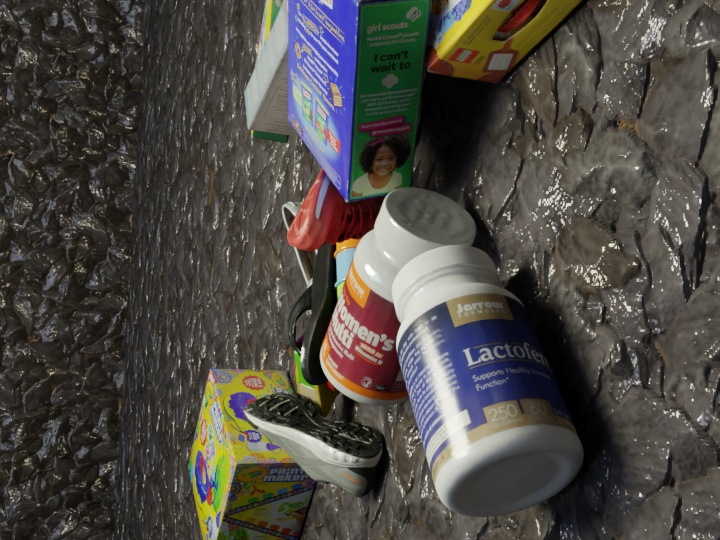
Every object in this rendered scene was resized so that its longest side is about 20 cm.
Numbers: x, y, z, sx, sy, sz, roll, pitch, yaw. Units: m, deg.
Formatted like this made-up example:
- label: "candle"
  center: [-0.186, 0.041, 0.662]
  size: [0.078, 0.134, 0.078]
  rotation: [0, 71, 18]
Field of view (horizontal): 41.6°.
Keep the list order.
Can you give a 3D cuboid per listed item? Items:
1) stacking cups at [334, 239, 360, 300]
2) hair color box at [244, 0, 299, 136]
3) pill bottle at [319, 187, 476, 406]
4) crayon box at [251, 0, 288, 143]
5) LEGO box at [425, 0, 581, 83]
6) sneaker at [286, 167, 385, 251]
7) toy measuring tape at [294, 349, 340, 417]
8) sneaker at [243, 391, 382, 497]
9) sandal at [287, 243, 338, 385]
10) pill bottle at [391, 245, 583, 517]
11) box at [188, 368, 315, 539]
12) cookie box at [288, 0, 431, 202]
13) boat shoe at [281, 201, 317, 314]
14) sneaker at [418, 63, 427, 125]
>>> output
- label: "stacking cups"
  center: [0.000, 0.000, 1.098]
  size: [0.061, 0.060, 0.201]
  rotation: [135, 139, -58]
- label: "hair color box"
  center: [-0.061, -0.239, 1.104]
  size: [0.200, 0.098, 0.061]
  rotation: [129, 139, -54]
- label: "pill bottle"
  center: [0.036, 0.027, 0.921]
  size: [0.110, 0.109, 0.201]
  rotation: [-112, 33, -47]
- label: "crayon box"
  center: [-0.113, -0.313, 1.346]
  size: [0.201, 0.058, 0.173]
  rotation: [-93, 15, -45]
- label: "LEGO box"
  center: [0.125, -0.273, 0.788]
  size: [0.200, 0.077, 0.150]
  rotation: [140, 130, -61]
- label: "sneaker"
  center: [-0.002, -0.058, 0.995]
  size: [0.079, 0.115, 0.200]
  rotation: [-57, 7, 29]
- label: "toy measuring tape"
  center: [-0.039, 0.152, 1.171]
  size: [0.074, 0.073, 0.201]
  rotation: [-127, 25, -58]
- label: "sneaker"
  center: [-0.063, 0.203, 1.108]
  size: [0.199, 0.074, 0.080]
  rotation: [21, 120, 35]
- label: "sandal"
  center: [-0.051, 0.050, 1.096]
  size: [0.076, 0.048, 0.201]
  rotation: [63, -154, -43]
- label: "pill bottle"
  center: [0.093, 0.083, 0.763]
  size: [0.116, 0.115, 0.201]
  rotation: [116, 149, -43]
- label: "box"
  center: [-0.156, 0.276, 1.343]
  size: [0.200, 0.121, 0.194]
  rotation: [-120, 40, -53]
- label: "cookie box"
  center: [-0.008, -0.197, 0.905]
  size: [0.171, 0.075, 0.201]
  rotation: [-124, 28, -45]
- label: "boat shoe"
  center: [-0.053, -0.001, 1.201]
  size: [0.074, 0.064, 0.203]
  rotation: [126, 139, -54]
- label: "sneaker"
  center: [0.022, -0.201, 1.024]
  size: [0.081, 0.083, 0.201]
  rotation: [-122, 41, -55]
